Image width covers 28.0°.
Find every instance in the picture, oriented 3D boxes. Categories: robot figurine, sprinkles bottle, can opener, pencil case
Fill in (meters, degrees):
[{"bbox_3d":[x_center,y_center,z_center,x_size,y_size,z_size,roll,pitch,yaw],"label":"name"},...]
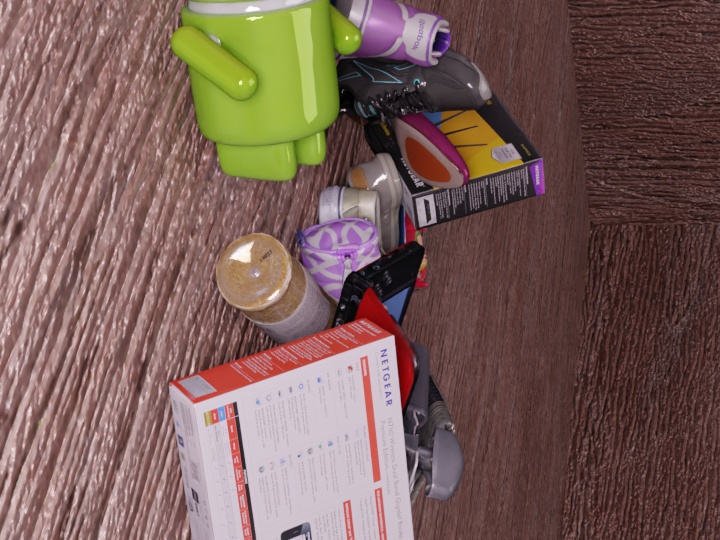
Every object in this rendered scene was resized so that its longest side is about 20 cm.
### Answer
[{"bbox_3d":[-0.078,-0.174,1.121,0.175,0.115,0.202,-31,123,-50],"label":"robot figurine"},{"bbox_3d":[-0.064,0.030,1.270,0.200,0.068,0.069,50,42,-67],"label":"sprinkles bottle"},{"bbox_3d":[0.058,0.141,1.306,0.201,0.066,0.054,-83,-170,-60],"label":"can opener"},{"bbox_3d":[-0.009,0.045,1.442,0.086,0.083,0.202,-133,-149,-59],"label":"pencil case"}]

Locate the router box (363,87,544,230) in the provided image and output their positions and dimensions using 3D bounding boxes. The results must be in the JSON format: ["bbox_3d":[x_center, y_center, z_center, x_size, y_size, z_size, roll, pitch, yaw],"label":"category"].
[{"bbox_3d":[0.097,-0.134,1.582,0.201,0.148,0.051,-117,-167,-52],"label":"router box"}]

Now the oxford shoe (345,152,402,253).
[{"bbox_3d":[0.010,-0.064,1.584,0.200,0.057,0.076,90,-21,-66],"label":"oxford shoe"}]

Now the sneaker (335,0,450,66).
[{"bbox_3d":[0.026,-0.229,1.413,0.201,0.113,0.073,-125,-132,-75],"label":"sneaker"}]

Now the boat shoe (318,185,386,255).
[{"bbox_3d":[0.000,0.000,1.521,0.072,0.061,0.201,-73,159,-47],"label":"boat shoe"}]

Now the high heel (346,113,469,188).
[{"bbox_3d":[0.071,-0.158,1.514,0.096,0.200,0.068,-29,141,-24],"label":"high heel"}]

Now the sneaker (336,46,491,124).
[{"bbox_3d":[0.044,-0.176,1.446,0.079,0.199,0.076,-52,130,-26],"label":"sneaker"}]

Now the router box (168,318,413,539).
[{"bbox_3d":[-0.050,0.161,1.149,0.178,0.049,0.202,-17,113,-27],"label":"router box"}]

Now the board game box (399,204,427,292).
[{"bbox_3d":[0.059,-0.031,1.670,0.200,0.038,0.160,152,-62,-85],"label":"board game box"}]

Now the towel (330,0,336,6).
[{"bbox_3d":[-0.056,-0.240,1.333,0.112,0.048,0.202,69,26,-52],"label":"towel"}]

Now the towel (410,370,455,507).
[{"bbox_3d":[0.032,0.203,1.427,0.201,0.034,0.193,-62,-167,10],"label":"towel"}]

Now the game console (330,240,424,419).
[{"bbox_3d":[0.024,0.102,1.303,0.172,0.118,0.201,-29,144,-51],"label":"game console"}]
